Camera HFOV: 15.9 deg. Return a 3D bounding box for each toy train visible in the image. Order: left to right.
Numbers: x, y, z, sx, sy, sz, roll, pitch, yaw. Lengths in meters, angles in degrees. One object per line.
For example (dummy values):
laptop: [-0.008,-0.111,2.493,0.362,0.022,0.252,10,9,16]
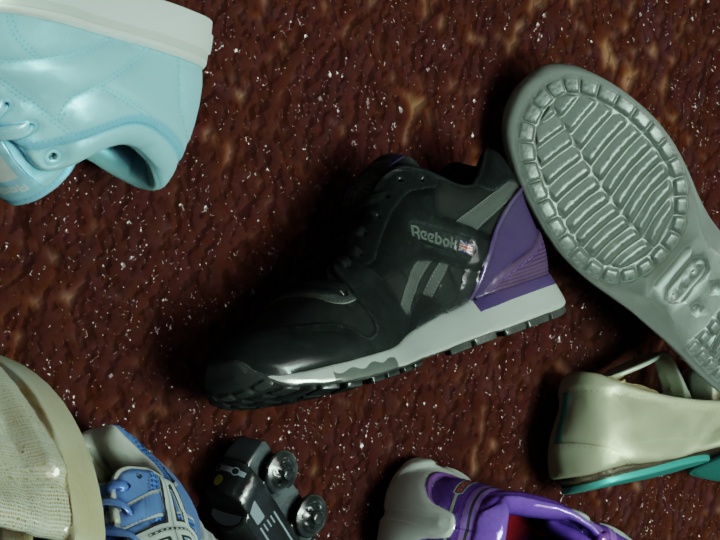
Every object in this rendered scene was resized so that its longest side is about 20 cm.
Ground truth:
toy train: [-0.012,0.151,1.092,0.046,0.034,0.200,-51,129,-27]

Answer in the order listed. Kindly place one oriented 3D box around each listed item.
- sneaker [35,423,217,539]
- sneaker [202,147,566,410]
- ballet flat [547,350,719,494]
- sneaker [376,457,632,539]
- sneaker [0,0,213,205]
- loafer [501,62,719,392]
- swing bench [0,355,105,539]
sneaker: [-0.091,0.120,0.925,0.076,0.200,0.077,-26,106,3]
sneaker: [0.000,0.000,1.073,0.200,0.076,0.088,-18,93,-48]
ballet flat: [0.164,0.071,1.256,0.200,0.069,0.070,2,94,-46]
sneaker: [0.091,0.144,1.166,0.200,0.083,0.081,24,78,-47]
sneaker: [-0.127,-0.066,0.911,0.200,0.074,0.082,7,86,-46]
loafer: [0.126,-0.019,1.206,0.075,0.070,0.200,-42,116,-4]
swing bench: [-0.197,0.100,0.816,0.199,0.129,0.201,19,82,-45]
